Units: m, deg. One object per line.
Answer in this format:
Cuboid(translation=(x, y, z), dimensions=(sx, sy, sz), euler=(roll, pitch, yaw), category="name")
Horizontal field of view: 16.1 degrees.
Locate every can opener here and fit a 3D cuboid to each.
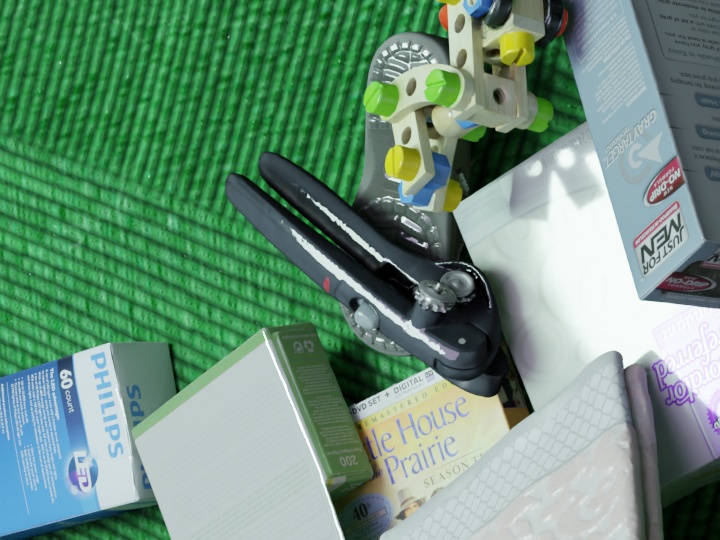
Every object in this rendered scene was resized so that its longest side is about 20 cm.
Cuboid(translation=(0.000, 0.000, 1.421), dimensions=(0.200, 0.063, 0.079), euler=(37, 136, 20), category="can opener")

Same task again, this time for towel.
Cuboid(translation=(0.076, 0.157, 1.315), dimensions=(0.200, 0.032, 0.191), euler=(-41, 26, 29), category="towel")

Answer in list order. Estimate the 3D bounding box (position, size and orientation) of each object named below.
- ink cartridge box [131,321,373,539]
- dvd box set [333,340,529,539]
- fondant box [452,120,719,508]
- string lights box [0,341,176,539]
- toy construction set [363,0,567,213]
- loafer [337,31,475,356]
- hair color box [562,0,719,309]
Cuboid(translation=(-0.051, 0.152, 1.507), dimensions=(0.145, 0.048, 0.201), euler=(-37, 69, 40), category="ink cartridge box")
Cuboid(translation=(0.054, 0.160, 1.468), dimensions=(0.146, 0.029, 0.201), euler=(-27, 73, 34), category="dvd box set")
Cuboid(translation=(0.152, 0.020, 1.383), dimensions=(0.144, 0.058, 0.201), euler=(-33, 71, 32), category="fondant box")
Cuboid(translation=(-0.207, 0.117, 1.645), dimensions=(0.199, 0.059, 0.103), euler=(-17, 79, 35), category="string lights box")
Cuboid(translation=(0.047, -0.141, 1.358), dimensions=(0.131, 0.092, 0.201), euler=(-33, 66, 51), category="toy construction set")
Cuboid(translation=(0.038, -0.045, 1.468), dimensions=(0.075, 0.070, 0.201), euler=(22, 117, 25), category="loafer")
Cuboid(translation=(0.172, -0.079, 1.311), dimensions=(0.061, 0.099, 0.201), euler=(-46, 47, 44), category="hair color box")
